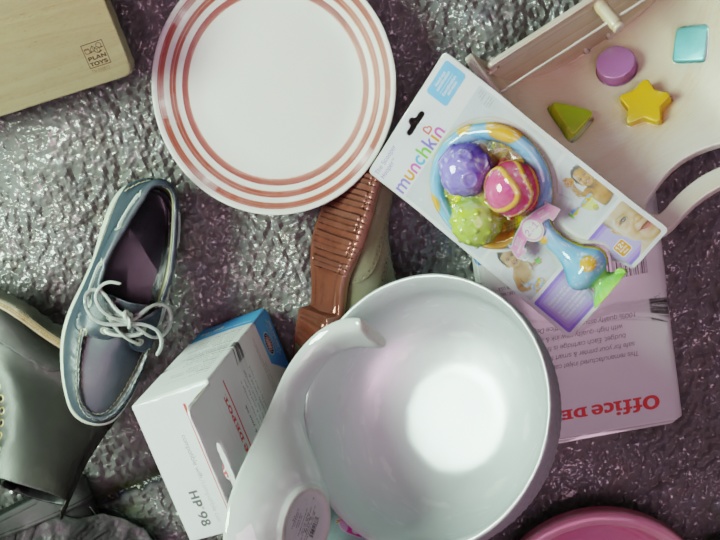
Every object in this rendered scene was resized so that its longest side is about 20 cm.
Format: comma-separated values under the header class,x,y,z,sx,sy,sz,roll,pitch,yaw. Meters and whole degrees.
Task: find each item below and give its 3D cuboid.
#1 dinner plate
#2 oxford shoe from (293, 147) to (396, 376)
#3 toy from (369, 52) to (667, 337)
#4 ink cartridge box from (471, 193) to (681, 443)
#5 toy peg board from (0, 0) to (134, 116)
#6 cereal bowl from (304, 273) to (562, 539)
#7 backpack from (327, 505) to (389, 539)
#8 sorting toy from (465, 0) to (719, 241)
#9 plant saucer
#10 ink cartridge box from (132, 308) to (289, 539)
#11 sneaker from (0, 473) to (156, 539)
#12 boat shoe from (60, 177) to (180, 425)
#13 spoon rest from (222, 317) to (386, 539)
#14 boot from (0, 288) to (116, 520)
class,x,y,z,sx,sy,sz,roll,pitch,yaw
dinner plate,-0.069,-0.146,0.751,0.197,0.024,0.203,1,100,6
oxford shoe,0.000,0.000,0.782,0.073,0.071,0.202,10,101,-31
toy,0.103,-0.045,0.672,0.199,0.047,0.116,38,123,4
ink cartridge box,0.170,0.028,0.767,0.144,0.084,0.203,-10,103,3
toy peg board,-0.296,-0.229,0.718,0.198,0.098,0.201,-16,118,4
cereal bowl,0.059,0.109,0.709,0.198,0.083,0.203,-7,73,25
backpack,-0.010,0.278,0.758,0.151,0.177,0.202,-1,125,4
sorting toy,0.210,-0.124,0.685,0.199,0.107,0.181,-31,70,8
plant saucer,0.211,0.301,0.847,0.198,0.051,0.203,0,102,0
ink cartridge box,-0.106,0.121,0.727,0.066,0.200,0.117,-17,102,15
sneaker,-0.282,0.250,0.813,0.198,0.060,0.105,-24,94,-19
boat shoe,-0.185,0.024,0.746,0.074,0.062,0.202,22,78,-25
spoon rest,-0.043,0.130,0.666,0.099,0.060,0.202,43,60,-45
boot,-0.294,0.097,0.753,0.198,0.078,0.139,22,60,-4
